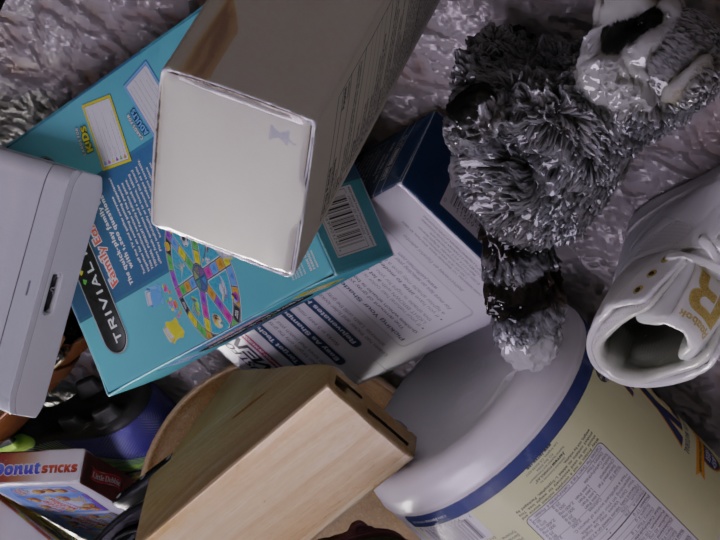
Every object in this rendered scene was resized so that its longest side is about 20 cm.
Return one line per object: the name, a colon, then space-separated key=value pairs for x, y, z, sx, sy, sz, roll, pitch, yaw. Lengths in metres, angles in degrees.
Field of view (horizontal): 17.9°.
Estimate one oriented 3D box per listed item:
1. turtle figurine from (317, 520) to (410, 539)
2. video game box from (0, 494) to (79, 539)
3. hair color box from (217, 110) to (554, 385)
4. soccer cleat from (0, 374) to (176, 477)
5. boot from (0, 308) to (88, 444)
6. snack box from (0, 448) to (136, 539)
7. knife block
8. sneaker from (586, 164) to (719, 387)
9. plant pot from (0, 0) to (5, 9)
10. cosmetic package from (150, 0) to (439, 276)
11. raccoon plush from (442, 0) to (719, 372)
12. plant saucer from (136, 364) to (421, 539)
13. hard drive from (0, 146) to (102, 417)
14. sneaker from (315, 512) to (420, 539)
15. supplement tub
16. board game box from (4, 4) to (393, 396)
turtle figurine: x=-0.001 y=0.185 z=1.230 sx=0.149 sy=0.101 sz=0.200 roll=12 pitch=173 yaw=-21
video game box: x=-0.157 y=0.220 z=1.452 sx=0.200 sy=0.047 sz=0.182 roll=34 pitch=170 yaw=29
hair color box: x=0.000 y=0.000 z=1.229 sx=0.100 sy=0.061 sz=0.200 roll=43 pitch=137 yaw=-19
soccer cleat: x=-0.190 y=0.117 z=1.453 sx=0.200 sy=0.065 sz=0.084 roll=-15 pitch=127 yaw=38
boot: x=-0.248 y=0.069 z=1.332 sx=0.155 sy=0.200 sz=0.077 roll=-40 pitch=66 yaw=23
snack box: x=-0.146 y=0.158 z=1.444 sx=0.072 sy=0.024 sz=0.200 roll=-4 pitch=154 yaw=30
knife block: x=-0.076 y=0.138 z=1.221 sx=0.064 sy=0.176 sz=0.200 roll=40 pitch=161 yaw=-18
sneaker: x=0.185 y=-0.011 z=1.077 sx=0.074 sy=0.116 sz=0.200 roll=38 pitch=137 yaw=-10
plant pot: x=-0.262 y=-0.187 z=1.089 sx=0.200 sy=0.200 sz=0.177 roll=-16 pitch=135 yaw=39
cosmetic package: x=-0.021 y=-0.107 z=1.021 sx=0.071 sy=0.200 sz=0.105 roll=20 pitch=139 yaw=8
raccoon plush: x=0.123 y=-0.047 z=1.089 sx=0.134 sy=0.097 sz=0.200 roll=1 pitch=131 yaw=22
plant saucer: x=-0.033 y=0.146 z=1.355 sx=0.200 sy=0.035 sz=0.201 roll=1 pitch=95 yaw=13
hard drive: x=-0.228 y=-0.009 z=1.257 sx=0.200 sy=0.132 sz=0.027 roll=17 pitch=-178 yaw=43
sneaker: x=0.003 y=0.161 z=1.402 sx=0.200 sy=0.074 sz=0.079 roll=26 pitch=116 yaw=7
supplement tub: x=0.117 y=0.125 z=1.232 sx=0.200 sy=0.145 sz=0.145 roll=44 pitch=137 yaw=-19
board game box: x=-0.089 y=-0.038 z=1.196 sx=0.200 sy=0.047 sz=0.151 roll=-28 pitch=84 yaw=45
